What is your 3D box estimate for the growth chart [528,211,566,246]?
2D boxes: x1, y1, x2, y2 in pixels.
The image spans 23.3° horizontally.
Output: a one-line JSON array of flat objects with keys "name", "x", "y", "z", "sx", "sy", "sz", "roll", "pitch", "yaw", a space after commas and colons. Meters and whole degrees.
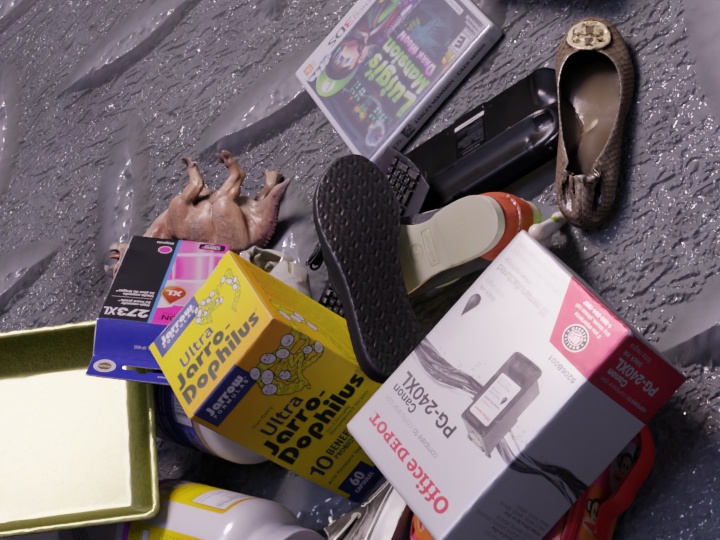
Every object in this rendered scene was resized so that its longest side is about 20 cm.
[{"name": "growth chart", "x": 0.096, "y": 0.034, "z": 1.402, "sx": 0.018, "sy": 0.145, "sz": 0.200, "roll": 39, "pitch": 99, "yaw": 8}]

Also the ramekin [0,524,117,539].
[{"name": "ramekin", "x": -0.294, "y": 0.235, "z": 1.622, "sx": 0.094, "sy": 0.202, "sz": 0.202, "roll": -3, "pitch": 59, "yaw": 12}]

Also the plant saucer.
[{"name": "plant saucer", "x": -0.275, "y": 0.146, "z": 1.535, "sx": 0.200, "sy": 0.048, "sz": 0.200, "roll": -7, "pitch": 59, "yaw": 0}]

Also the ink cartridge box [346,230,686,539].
[{"name": "ink cartridge box", "x": 0.106, "y": 0.096, "z": 1.243, "sx": 0.200, "sy": 0.083, "sz": 0.145, "roll": -49, "pitch": 43, "yaw": 6}]

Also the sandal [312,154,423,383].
[{"name": "sandal", "x": -0.001, "y": 0.001, "z": 1.439, "sx": 0.048, "sy": 0.075, "sz": 0.200, "roll": -43, "pitch": 53, "yaw": 57}]

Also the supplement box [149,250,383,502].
[{"name": "supplement box", "x": -0.055, "y": 0.090, "z": 1.449, "sx": 0.109, "sy": 0.200, "sz": 0.110, "roll": -51, "pitch": 38, "yaw": 10}]

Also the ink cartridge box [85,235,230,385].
[{"name": "ink cartridge box", "x": -0.176, "y": 0.033, "z": 1.548, "sx": 0.200, "sy": 0.095, "sz": 0.037, "roll": -80, "pitch": -4, "yaw": -58}]

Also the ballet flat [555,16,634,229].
[{"name": "ballet flat", "x": 0.188, "y": -0.130, "z": 1.445, "sx": 0.067, "sy": 0.046, "sz": 0.200, "roll": -1, "pitch": 63, "yaw": 19}]

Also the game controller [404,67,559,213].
[{"name": "game controller", "x": 0.104, "y": -0.103, "z": 1.548, "sx": 0.200, "sy": 0.042, "sz": 0.104, "roll": -31, "pitch": 31, "yaw": 29}]

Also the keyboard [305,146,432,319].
[{"name": "keyboard", "x": -0.007, "y": -0.019, "z": 1.577, "sx": 0.127, "sy": 0.021, "sz": 0.200, "roll": 42, "pitch": 112, "yaw": 51}]

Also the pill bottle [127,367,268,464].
[{"name": "pill bottle", "x": -0.151, "y": 0.103, "z": 1.609, "sx": 0.200, "sy": 0.120, "sz": 0.120, "roll": 10, "pitch": 73, "yaw": 50}]

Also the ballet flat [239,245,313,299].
[{"name": "ballet flat", "x": -0.081, "y": 0.015, "z": 1.605, "sx": 0.072, "sy": 0.072, "sz": 0.200, "roll": -58, "pitch": 24, "yaw": 0}]

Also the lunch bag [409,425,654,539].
[{"name": "lunch bag", "x": 0.137, "y": 0.142, "z": 1.309, "sx": 0.176, "sy": 0.082, "sz": 0.200, "roll": -3, "pitch": 62, "yaw": 41}]

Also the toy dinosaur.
[{"name": "toy dinosaur", "x": -0.144, "y": -0.039, "z": 1.735, "sx": 0.200, "sy": 0.086, "sz": 0.136, "roll": -6, "pitch": 70, "yaw": 27}]

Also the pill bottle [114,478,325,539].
[{"name": "pill bottle", "x": -0.115, "y": 0.241, "z": 1.488, "sx": 0.200, "sy": 0.104, "sz": 0.104, "roll": 5, "pitch": 69, "yaw": 49}]

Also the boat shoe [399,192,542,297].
[{"name": "boat shoe", "x": 0.062, "y": -0.020, "z": 1.473, "sx": 0.200, "sy": 0.063, "sz": 0.071, "roll": -22, "pitch": 81, "yaw": 43}]

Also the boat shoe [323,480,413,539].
[{"name": "boat shoe", "x": -0.002, "y": 0.211, "z": 1.331, "sx": 0.064, "sy": 0.071, "sz": 0.200, "roll": 15, "pitch": 45, "yaw": 21}]

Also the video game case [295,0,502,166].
[{"name": "video game case", "x": 0.032, "y": -0.210, "z": 1.701, "sx": 0.182, "sy": 0.023, "sz": 0.200, "roll": -49, "pitch": 39, "yaw": 12}]
